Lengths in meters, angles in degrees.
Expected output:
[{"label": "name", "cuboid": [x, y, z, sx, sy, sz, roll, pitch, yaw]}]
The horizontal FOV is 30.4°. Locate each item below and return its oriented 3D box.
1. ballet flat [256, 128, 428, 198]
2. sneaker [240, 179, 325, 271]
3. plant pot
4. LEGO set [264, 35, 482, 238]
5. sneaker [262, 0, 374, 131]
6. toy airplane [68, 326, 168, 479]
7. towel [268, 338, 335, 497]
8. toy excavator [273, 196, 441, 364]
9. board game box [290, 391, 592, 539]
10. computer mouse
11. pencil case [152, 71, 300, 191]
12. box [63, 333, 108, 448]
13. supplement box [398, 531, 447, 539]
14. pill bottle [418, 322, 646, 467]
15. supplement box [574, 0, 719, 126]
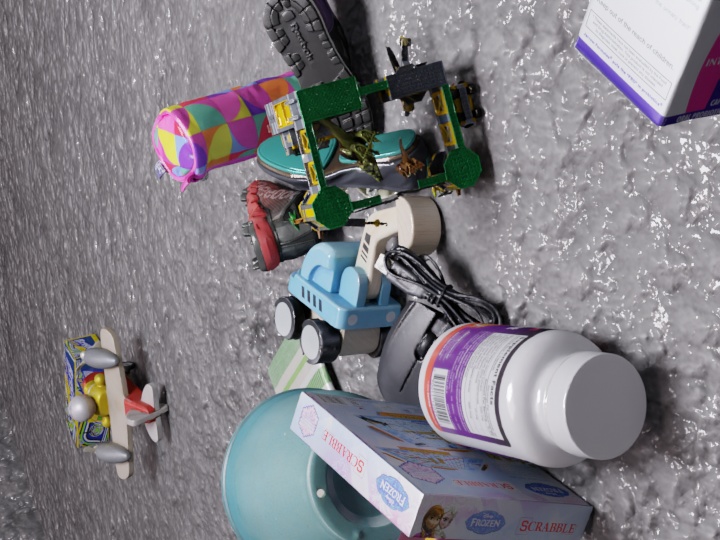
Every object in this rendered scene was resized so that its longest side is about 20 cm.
[{"label": "ballet flat", "cuboid": [-0.016, -0.099, 1.323, 0.198, 0.073, 0.074, 1, 103, 34]}, {"label": "sneaker", "cuboid": [-0.086, -0.060, 1.525, 0.201, 0.097, 0.072, -109, 4, -69]}, {"label": "plant pot", "cuboid": [-0.021, 0.213, 1.354, 0.188, 0.198, 0.202, -23, 81, 65]}, {"label": "LEGO set", "cuboid": [0.004, -0.115, 1.208, 0.155, 0.199, 0.116, 67, 161, -8]}, {"label": "sneaker", "cuboid": [-0.027, -0.207, 1.370, 0.075, 0.088, 0.202, -13, 112, 22]}, {"label": "toy airplane", "cuboid": [-0.405, 0.220, 2.165, 0.201, 0.140, 0.200, 66, 150, 23]}, {"label": "towel", "cuboid": [-0.054, 0.174, 1.608, 0.201, 0.023, 0.153, 67, 150, 23]}, {"label": "toy excavator", "cuboid": [0.000, 0.000, 1.369, 0.194, 0.099, 0.202, 34, 121, 52]}, {"label": "board game box", "cuboid": [0.069, 0.174, 1.173, 0.199, 0.198, 0.042, 33, 108, 52]}, {"label": "computer mouse", "cuboid": [0.056, 0.083, 1.289, 0.138, 0.053, 0.201, 34, 139, 21]}, {"label": "pencil case", "cuboid": [-0.132, -0.154, 1.432, 0.088, 0.199, 0.089, 27, 130, 38]}, {"label": "box", "cuboid": [-0.505, 0.222, 2.441, 0.070, 0.064, 0.202, 44, 138, 48]}, {"label": "supplement box", "cuboid": [0.088, 0.303, 1.287, 0.110, 0.085, 0.201, 39, 138, 21]}, {"label": "pill bottle", "cuboid": [0.143, 0.103, 1.105, 0.199, 0.110, 0.113, 2, 103, 62]}, {"label": "supplement box", "cuboid": [0.227, -0.205, 0.831, 0.104, 0.100, 0.201, 53, 144, 39]}]
